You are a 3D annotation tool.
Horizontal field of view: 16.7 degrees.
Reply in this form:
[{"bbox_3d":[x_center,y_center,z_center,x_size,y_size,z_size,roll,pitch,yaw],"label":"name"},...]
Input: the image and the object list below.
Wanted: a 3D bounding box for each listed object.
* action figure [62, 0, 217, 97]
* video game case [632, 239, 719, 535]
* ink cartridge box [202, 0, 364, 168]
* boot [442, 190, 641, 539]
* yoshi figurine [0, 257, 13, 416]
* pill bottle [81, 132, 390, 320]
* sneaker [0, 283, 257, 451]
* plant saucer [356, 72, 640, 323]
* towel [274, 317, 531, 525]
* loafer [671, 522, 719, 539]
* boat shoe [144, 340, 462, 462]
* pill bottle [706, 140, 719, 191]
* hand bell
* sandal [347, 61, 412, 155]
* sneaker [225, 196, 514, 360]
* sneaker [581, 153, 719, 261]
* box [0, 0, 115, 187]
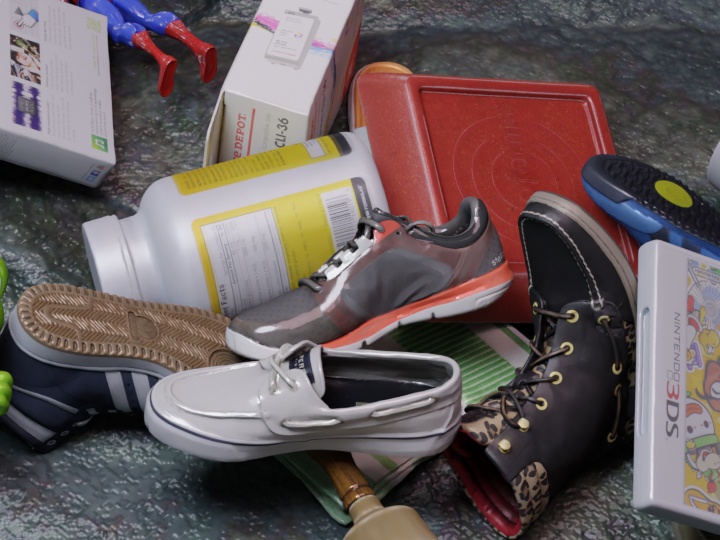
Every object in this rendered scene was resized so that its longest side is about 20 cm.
[{"bbox_3d":[-0.192,-0.198,1.853,0.065,0.052,0.200,-26,54,-33],"label":"action figure"},{"bbox_3d":[0.262,0.090,1.603,0.200,0.023,0.182,18,63,-29],"label":"video game case"},{"bbox_3d":[-0.056,-0.122,1.766,0.067,0.117,0.200,16,51,6],"label":"ink cartridge box"},{"bbox_3d":[0.116,0.064,1.603,0.151,0.200,0.073,-40,38,-27],"label":"boot"},{"bbox_3d":[-0.273,0.076,1.526,0.112,0.112,0.200,11,80,47],"label":"yoshi figurine"},{"bbox_3d":[-0.083,-0.019,1.672,0.200,0.112,0.112,-15,54,-9],"label":"pill bottle"},{"bbox_3d":[-0.152,0.076,1.617,0.200,0.109,0.070,16,44,-24],"label":"sneaker"},{"bbox_3d":[0.110,-0.059,1.738,0.200,0.037,0.200,1,61,-25],"label":"plant saucer"},{"bbox_3d":[0.013,0.072,1.677,0.200,0.023,0.153,-34,61,-29],"label":"towel"},{"bbox_3d":[0.249,0.123,1.639,0.076,0.068,0.200,5,50,-4],"label":"loafer"},{"bbox_3d":[-0.034,0.077,1.534,0.200,0.066,0.072,5,44,-1],"label":"boat shoe"},{"bbox_3d":[0.352,-0.041,1.763,0.200,0.113,0.113,38,55,22],"label":"pill bottle"},{"bbox_3d":[-0.002,0.140,1.561,0.104,0.104,0.200,-16,56,-21],"label":"hand bell"},{"bbox_3d":[0.026,-0.095,1.786,0.079,0.059,0.207,-3,47,-10],"label":"sandal"},{"bbox_3d":[0.000,0.000,1.610,0.200,0.082,0.077,-18,19,-17],"label":"sneaker"},{"bbox_3d":[0.232,-0.007,1.719,0.200,0.078,0.066,30,33,-4],"label":"sneaker"},{"bbox_3d":[-0.269,-0.147,1.727,0.200,0.036,0.145,18,46,-30],"label":"box"}]
